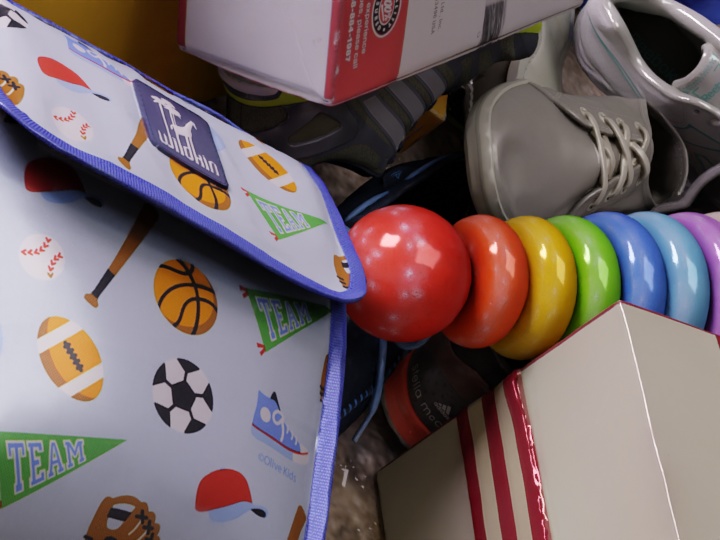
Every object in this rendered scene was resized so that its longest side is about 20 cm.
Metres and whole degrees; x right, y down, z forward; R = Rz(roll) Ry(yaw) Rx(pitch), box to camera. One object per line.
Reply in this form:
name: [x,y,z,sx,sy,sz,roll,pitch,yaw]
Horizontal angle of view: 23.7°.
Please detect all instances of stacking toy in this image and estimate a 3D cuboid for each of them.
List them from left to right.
stacking toy: [0.081,0.006,0.710,0.199,0.085,0.086,8,57,-31]

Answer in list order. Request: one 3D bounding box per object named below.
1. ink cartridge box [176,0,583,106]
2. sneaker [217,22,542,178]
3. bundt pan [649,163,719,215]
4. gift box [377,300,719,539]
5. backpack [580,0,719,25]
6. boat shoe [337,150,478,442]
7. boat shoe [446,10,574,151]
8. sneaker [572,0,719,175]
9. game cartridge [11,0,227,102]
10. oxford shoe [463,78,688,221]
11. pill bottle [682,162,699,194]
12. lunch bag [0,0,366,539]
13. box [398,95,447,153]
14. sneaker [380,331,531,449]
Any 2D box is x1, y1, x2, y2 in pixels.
ink cartridge box: [0.022,-0.167,0.699,0.083,0.147,0.200,22,30,29]
sneaker: [0.008,-0.089,0.795,0.200,0.081,0.074,-19,37,-40]
bundt pan: [0.223,0.026,0.865,0.202,0.202,0.076,49,21,-6]
gift box: [0.138,0.145,0.697,0.199,0.185,0.187,16,50,-30]
backpack: [0.185,-0.229,1.023,0.200,0.162,0.168,-46,137,-54]
boat shoe: [0.000,0.000,0.753,0.084,0.069,0.200,42,40,-14]
boat shoe: [0.074,-0.103,0.912,0.072,0.060,0.202,63,28,-43]
sneaker: [0.194,-0.080,0.900,0.200,0.071,0.080,37,0,6]
game cartridge: [-0.093,-0.133,0.682,0.032,0.177,0.200,34,33,21]
oxford shoe: [0.107,-0.056,0.832,0.200,0.058,0.076,-4,91,-59]
pill bottle: [0.247,-0.025,0.984,0.116,0.116,0.201,-6,67,-47]
lunch bag: [-0.092,0.016,0.586,0.170,0.124,0.201,28,56,-33]
box: [-0.038,-0.158,0.856,0.200,0.041,0.119,31,44,-23]
sneaker: [0.088,0.023,0.814,0.077,0.082,0.200,50,39,-4]
